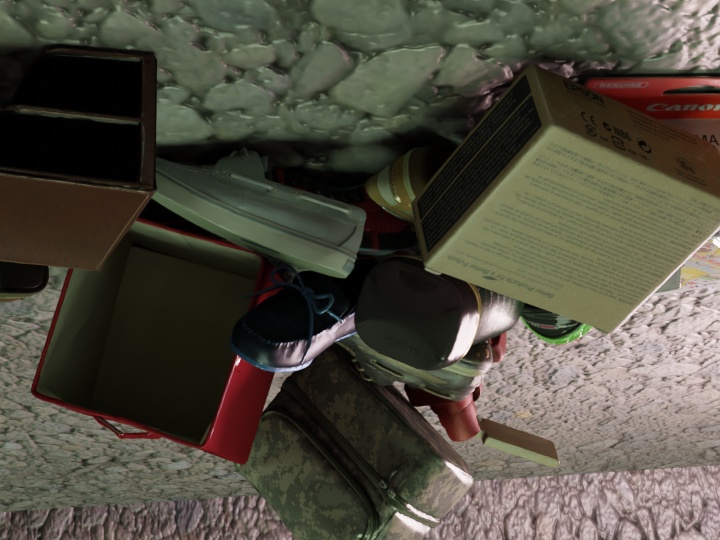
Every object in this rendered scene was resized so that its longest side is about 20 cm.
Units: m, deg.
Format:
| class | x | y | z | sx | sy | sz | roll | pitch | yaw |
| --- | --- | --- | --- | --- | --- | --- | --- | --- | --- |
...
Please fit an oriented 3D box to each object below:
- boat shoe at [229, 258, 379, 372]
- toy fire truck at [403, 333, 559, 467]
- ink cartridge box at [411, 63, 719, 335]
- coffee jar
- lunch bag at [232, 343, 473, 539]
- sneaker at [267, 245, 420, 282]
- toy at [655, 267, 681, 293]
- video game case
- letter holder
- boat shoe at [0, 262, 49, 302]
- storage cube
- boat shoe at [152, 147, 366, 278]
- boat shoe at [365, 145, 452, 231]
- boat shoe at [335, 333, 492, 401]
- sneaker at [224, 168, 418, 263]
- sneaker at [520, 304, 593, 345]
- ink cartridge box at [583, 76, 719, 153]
| class | x | y | z | sx | sy | sz | roll | pitch | yaw |
| --- | --- | --- | --- | --- | --- | --- | --- | --- | --- |
| boat shoe | -0.046 | 0.026 | 1.326 | 0.084 | 0.069 | 0.200 | 34 | -154 | 11 |
| toy fire truck | 0.121 | 0.103 | 1.594 | 0.127 | 0.177 | 0.201 | -10 | 120 | 22 |
| ink cartridge box | 0.164 | -0.050 | 1.204 | 0.199 | 0.076 | 0.165 | 19 | 131 | -31 |
| coffee jar | 0.072 | 0.025 | 1.358 | 0.103 | 0.086 | 0.200 | 21 | -164 | 18 |
| lunch bag | -0.012 | 0.193 | 1.508 | 0.168 | 0.200 | 0.139 | -48 | 155 | 4 |
| sneaker | 0.000 | 0.000 | 1.498 | 0.198 | 0.083 | 0.078 | -6 | 164 | 13 |
| toy | 0.206 | -0.023 | 1.491 | 0.198 | 0.047 | 0.116 | -10 | 133 | -2 |
| video game case | 0.316 | -0.005 | 1.661 | 0.180 | 0.023 | 0.200 | -11 | 163 | 25 |
| letter holder | -0.237 | -0.079 | 1.132 | 0.141 | 0.102 | 0.200 | 4 | 163 | -19 |
| boat shoe | -0.385 | 0.003 | 1.442 | 0.068 | 0.073 | 0.199 | -16 | 160 | 37 |
| storage cube | -0.170 | 0.062 | 1.420 | 0.169 | 0.202 | 0.180 | 15 | 170 | 10 |
| boat shoe | -0.089 | -0.060 | 1.276 | 0.199 | 0.072 | 0.070 | 22 | 171 | 4 |
| boat shoe | 0.074 | -0.056 | 1.337 | 0.076 | 0.072 | 0.199 | -14 | 155 | 30 |
| boat shoe | 0.022 | 0.073 | 1.452 | 0.198 | 0.074 | 0.075 | 20 | -150 | 4 |
| sneaker | -0.040 | -0.035 | 1.370 | 0.198 | 0.080 | 0.095 | 3 | 165 | -22 |
| sneaker | 0.216 | -0.011 | 1.421 | 0.083 | 0.077 | 0.200 | 30 | 116 | -28 |
| ink cartridge box | 0.256 | -0.104 | 1.254 | 0.198 | 0.044 | 0.174 | -1 | 166 | -7 |
